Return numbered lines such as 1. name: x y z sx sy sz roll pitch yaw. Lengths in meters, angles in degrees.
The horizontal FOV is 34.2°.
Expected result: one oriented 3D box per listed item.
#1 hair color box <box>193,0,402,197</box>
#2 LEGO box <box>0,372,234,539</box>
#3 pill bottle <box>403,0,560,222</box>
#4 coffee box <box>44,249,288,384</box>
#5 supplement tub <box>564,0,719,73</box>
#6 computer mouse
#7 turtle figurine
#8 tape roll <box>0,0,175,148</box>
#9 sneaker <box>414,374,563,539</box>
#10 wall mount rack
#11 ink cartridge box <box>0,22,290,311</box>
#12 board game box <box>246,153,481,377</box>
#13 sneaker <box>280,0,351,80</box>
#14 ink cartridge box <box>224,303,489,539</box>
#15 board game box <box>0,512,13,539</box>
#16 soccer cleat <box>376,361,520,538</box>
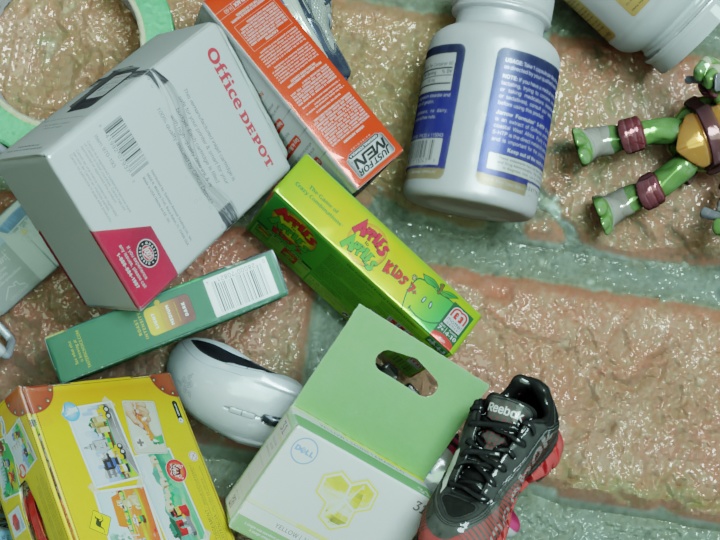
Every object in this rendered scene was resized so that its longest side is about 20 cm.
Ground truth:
1. hair color box: -0.061 -0.148 1.011 0.061 0.101 0.201 -40 92 -23
2. LEGO box: -0.192 0.189 0.920 0.077 0.148 0.202 -40 65 34
3. pill bottle: 0.111 -0.152 1.023 0.118 0.120 0.203 11 86 -5
4. coffee box: -0.159 0.038 0.985 0.198 0.123 0.044 -22 90 -5
5. supplement tub: 0.236 -0.287 1.030 0.200 0.145 0.145 42 84 -2
6. computer mouse: -0.085 0.123 1.001 0.198 0.044 0.111 21 109 10
7. turtle figurine: 0.291 -0.101 1.012 0.192 0.144 0.201 -19 45 11
8. tape roll: -0.260 -0.195 1.026 0.198 0.048 0.203 0 88 -6
9. sneaker: 0.102 0.155 0.933 0.070 0.200 0.099 18 129 29
10. wall mount rack: -0.310 -0.031 0.977 0.200 0.075 0.174 -41 106 3
11. ink cartridge box: -0.169 -0.087 0.948 0.200 0.083 0.146 -47 122 -35
12. board game box: 0.000 0.000 1.006 0.200 0.102 0.048 42 65 -4
13. sneaker: -0.049 -0.262 1.038 0.085 0.077 0.202 -27 90 -10
14. ink cartridge box: 0.002 0.150 0.953 0.145 0.048 0.201 32 100 -20
15. board game box: -0.326 0.255 0.922 0.198 0.102 0.106 0 86 -38
16. soccer cleat: 0.052 0.172 1.032 0.086 0.070 0.200 -44 87 6
